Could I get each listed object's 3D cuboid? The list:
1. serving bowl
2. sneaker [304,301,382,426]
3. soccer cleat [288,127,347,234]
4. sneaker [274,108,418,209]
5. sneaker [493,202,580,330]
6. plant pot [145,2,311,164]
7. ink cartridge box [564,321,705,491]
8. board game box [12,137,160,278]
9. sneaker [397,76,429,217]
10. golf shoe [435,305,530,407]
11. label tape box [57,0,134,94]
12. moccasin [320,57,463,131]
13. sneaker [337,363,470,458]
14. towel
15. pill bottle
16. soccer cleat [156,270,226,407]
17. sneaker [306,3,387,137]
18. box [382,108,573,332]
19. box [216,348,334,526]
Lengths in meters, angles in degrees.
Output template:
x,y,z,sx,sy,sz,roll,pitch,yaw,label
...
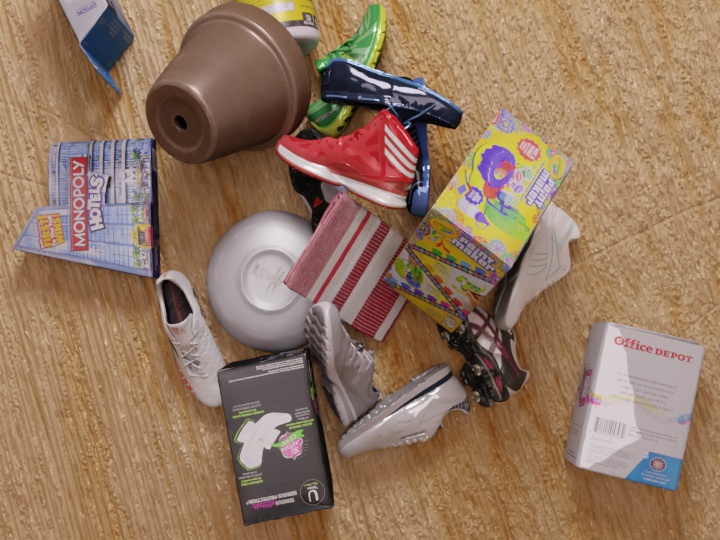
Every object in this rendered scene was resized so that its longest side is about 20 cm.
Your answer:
x,y,z,sx,sy,sz,roll,pitch,yaw,label
-0.124,0.014,1.317,0.195,0.066,0.205,0,87,1,serving bowl
-0.021,0.116,1.282,0.081,0.075,0.203,-26,130,-16,sneaker
-0.047,-0.106,1.330,0.067,0.073,0.203,-28,70,23,soccer cleat
-0.011,-0.168,1.237,0.197,0.078,0.117,24,102,11,sneaker
0.249,0.000,1.302,0.079,0.070,0.203,31,73,-8,sneaker
-0.190,-0.229,1.232,0.197,0.175,0.203,17,128,23,plant pot
0.379,0.183,1.299,0.142,0.085,0.204,13,89,0,ink cartridge box
-0.388,-0.086,1.323,0.195,0.062,0.205,-3,87,-1,board game box
0.058,-0.174,1.327,0.076,0.070,0.205,-3,81,3,sneaker
0.165,0.088,1.321,0.087,0.077,0.203,-20,84,-27,golf shoe
-0.369,-0.361,1.294,0.065,0.143,0.203,-28,87,-1,label tape box
0.040,-0.222,1.268,0.197,0.080,0.069,21,85,12,moccasin
0.059,0.213,1.307,0.198,0.076,0.081,-32,97,0,sneaker
0.000,0.000,1.280,0.199,0.023,0.145,33,90,-39,towel
-0.128,-0.405,1.313,0.109,0.111,0.204,-13,88,-1,pill bottle
-0.238,0.096,1.303,0.067,0.085,0.204,-20,87,-1,soccer cleat
-0.021,-0.292,1.326,0.082,0.074,0.203,26,88,-3,sneaker
0.152,-0.062,1.221,0.121,0.193,0.201,36,57,2,box
-0.111,0.218,1.264,0.122,0.149,0.204,-10,88,-2,box
